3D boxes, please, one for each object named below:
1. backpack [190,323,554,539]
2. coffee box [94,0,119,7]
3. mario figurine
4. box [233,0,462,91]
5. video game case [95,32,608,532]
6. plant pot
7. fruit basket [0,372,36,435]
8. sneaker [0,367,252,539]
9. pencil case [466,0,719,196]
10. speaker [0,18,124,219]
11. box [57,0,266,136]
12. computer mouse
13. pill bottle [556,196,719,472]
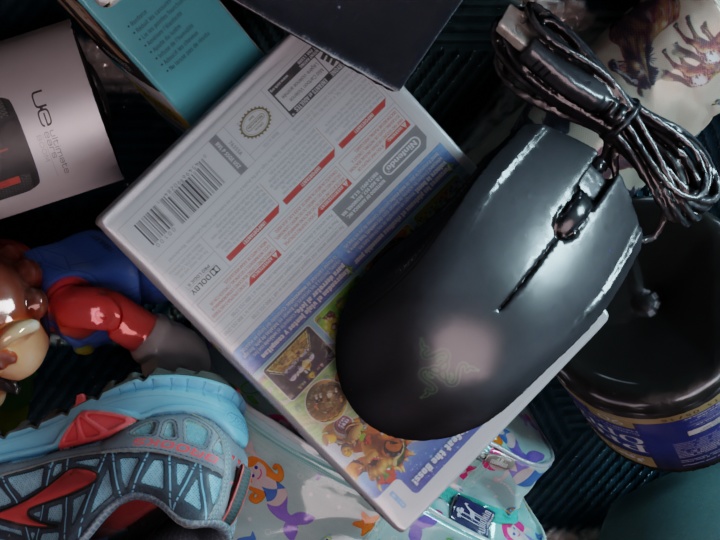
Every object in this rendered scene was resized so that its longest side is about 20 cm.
[{"bbox_3d":[-0.009,0.091,0.858,0.200,0.178,0.151,20,110,-18],"label":"backpack"},{"bbox_3d":[-0.122,-0.195,0.641,0.080,0.200,0.113,-39,122,4],"label":"coffee box"},{"bbox_3d":[-0.145,0.026,0.795,0.200,0.123,0.106,-18,89,-34],"label":"mario figurine"},{"bbox_3d":[0.009,-0.210,0.682,0.104,0.182,0.200,26,110,-29],"label":"box"},{"bbox_3d":[0.000,0.000,0.754,0.143,0.018,0.200,-45,102,-9],"label":"video game case"},{"bbox_3d":[0.212,0.197,0.996,0.135,0.200,0.200,8,123,19],"label":"plant pot"},{"bbox_3d":[-0.262,0.103,0.820,0.215,0.156,0.216,2,126,2],"label":"fruit basket"},{"bbox_3d":[-0.140,0.119,0.749,0.200,0.096,0.079,-27,141,20],"label":"sneaker"},{"bbox_3d":[0.121,-0.066,0.861,0.200,0.078,0.089,-43,149,11],"label":"pencil case"},{"bbox_3d":[-0.214,-0.050,0.772,0.200,0.081,0.081,-18,123,-6],"label":"speaker"},{"bbox_3d":[-0.080,-0.097,0.776,0.049,0.082,0.200,-45,122,-6],"label":"box"},{"bbox_3d":[0.068,-0.010,0.735,0.138,0.053,0.200,40,83,-14],"label":"computer mouse"},{"bbox_3d":[0.163,0.044,0.880,0.112,0.112,0.200,-33,155,4],"label":"pill bottle"}]
